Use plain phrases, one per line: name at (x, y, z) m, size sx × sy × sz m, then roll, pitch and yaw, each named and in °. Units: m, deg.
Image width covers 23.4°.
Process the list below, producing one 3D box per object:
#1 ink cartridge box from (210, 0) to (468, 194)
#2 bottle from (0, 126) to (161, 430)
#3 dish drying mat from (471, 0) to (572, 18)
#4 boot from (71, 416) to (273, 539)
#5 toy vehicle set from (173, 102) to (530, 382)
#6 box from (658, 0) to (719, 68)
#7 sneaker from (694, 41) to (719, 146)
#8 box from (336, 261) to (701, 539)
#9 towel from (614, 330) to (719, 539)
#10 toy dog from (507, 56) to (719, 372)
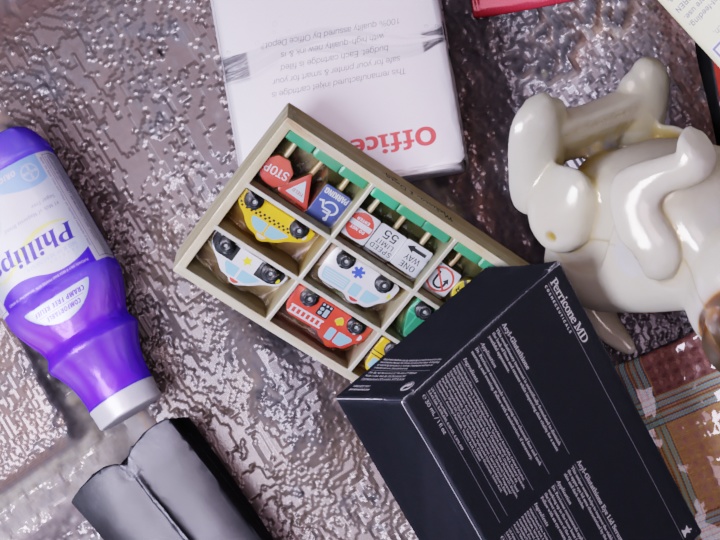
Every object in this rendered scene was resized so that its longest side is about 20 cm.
ink cartridge box at (-0.017, -0.149, 1.121) m, size 0.145 × 0.084 × 0.202 m, roll -9°, pitch 87°, yaw 5°
bottle at (-0.200, 0.008, 1.140) m, size 0.083 × 0.065 × 0.201 m, roll -30°, pitch 85°, yaw 2°
dish drying mat at (0.165, -0.220, 1.141) m, size 0.198 × 0.018 × 0.078 m, roll -10°, pitch 86°, yaw 6°
boot at (-0.122, 0.219, 1.120) m, size 0.164 × 0.066 × 0.201 m, roll -37°, pitch 87°, yaw -6°
toy vehicle set at (0.000, 0.000, 1.085) m, size 0.199 × 0.027 × 0.125 m, roll 32°, pitch 111°, yaw -16°
box at (0.260, -0.189, 1.019) m, size 0.200 × 0.176 × 0.097 m, roll 50°, pitch 131°, yaw 9°
sneaker at (0.276, -0.120, 1.101) m, size 0.107 × 0.067 × 0.203 m, roll -11°, pitch 89°, yaw 4°
box at (0.097, 0.117, 1.035) m, size 0.141 × 0.079 × 0.201 m, roll -37°, pitch 107°, yaw -27°
towel at (0.257, 0.127, 1.091) m, size 0.146 × 0.022 × 0.201 m, roll -26°, pitch 85°, yaw 23°
toy dog at (0.193, -0.012, 1.030) m, size 0.199 × 0.139 × 0.196 m, roll 32°, pitch 122°, yaw 42°
